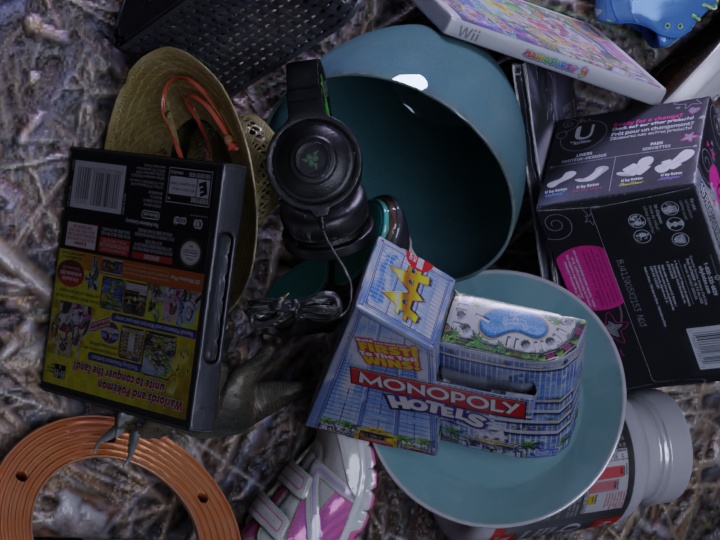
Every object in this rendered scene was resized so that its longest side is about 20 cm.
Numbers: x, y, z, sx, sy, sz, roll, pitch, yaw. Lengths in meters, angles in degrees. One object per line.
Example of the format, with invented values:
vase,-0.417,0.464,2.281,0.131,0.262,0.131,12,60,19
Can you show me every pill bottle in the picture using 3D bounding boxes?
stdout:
pill bottle,0.159,0.152,1.784,0.199,0.116,0.116,-5,97,-26

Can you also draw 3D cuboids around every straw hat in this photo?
straw hat,-0.097,-0.066,1.598,0.085,0.201,0.202,-15,102,-38

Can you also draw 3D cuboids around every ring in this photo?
ring,-0.179,0.196,1.612,0.200,0.019,0.201,16,52,-21

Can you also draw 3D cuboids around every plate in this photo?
plate,0.103,0.099,1.692,0.199,0.026,0.201,-2,74,5

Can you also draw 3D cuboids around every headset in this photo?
headset,-0.041,-0.050,1.526,0.094,0.124,0.201,-9,56,2

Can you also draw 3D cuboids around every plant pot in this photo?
plant pot,0.042,-0.108,1.676,0.200,0.200,0.135,49,44,-22

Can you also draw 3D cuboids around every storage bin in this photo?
storage bin,-0.078,-0.220,1.568,0.094,0.200,0.136,28,59,-25

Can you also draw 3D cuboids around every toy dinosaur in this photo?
toy dinosaur,-0.117,0.087,1.671,0.199,0.077,0.103,7,108,-44

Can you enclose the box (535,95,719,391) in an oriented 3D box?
box,0.233,-0.019,1.731,0.115,0.132,0.200,-74,148,-45

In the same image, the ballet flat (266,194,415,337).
ballet flat,0.000,0.000,1.649,0.073,0.200,0.073,13,62,-26

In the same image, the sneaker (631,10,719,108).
sneaker,0.312,-0.166,1.856,0.200,0.073,0.085,-42,109,-19

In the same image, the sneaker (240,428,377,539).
sneaker,-0.044,0.188,1.699,0.088,0.081,0.201,10,87,-13

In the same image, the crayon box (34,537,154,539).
crayon box,-0.240,0.285,1.624,0.199,0.058,0.173,5,93,-28

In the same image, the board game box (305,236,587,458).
board game box,0.057,0.063,1.587,0.199,0.200,0.062,12,60,10

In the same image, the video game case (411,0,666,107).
video game case,0.126,-0.187,1.723,0.199,0.143,0.018,15,111,-27

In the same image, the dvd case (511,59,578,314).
dvd case,0.157,-0.075,1.763,0.016,0.149,0.201,-5,100,19

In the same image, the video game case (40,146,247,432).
video game case,-0.155,0.009,1.563,0.025,0.200,0.182,7,92,-39

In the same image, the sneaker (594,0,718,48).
sneaker,0.274,-0.238,1.837,0.199,0.076,0.106,0,106,-16
